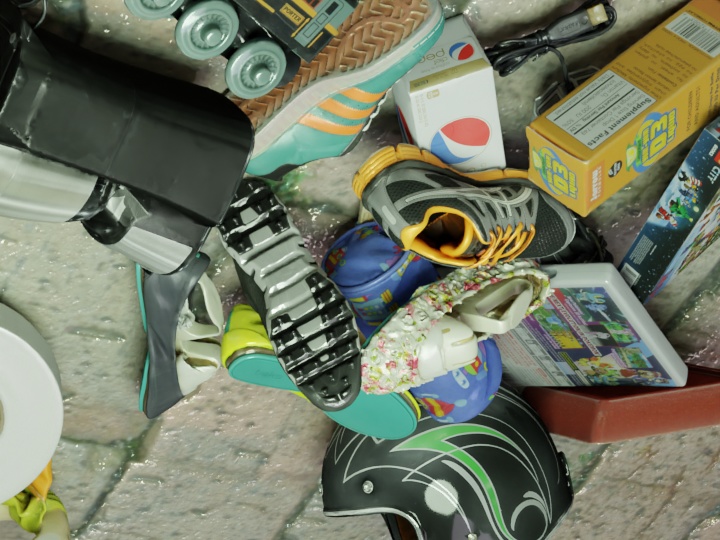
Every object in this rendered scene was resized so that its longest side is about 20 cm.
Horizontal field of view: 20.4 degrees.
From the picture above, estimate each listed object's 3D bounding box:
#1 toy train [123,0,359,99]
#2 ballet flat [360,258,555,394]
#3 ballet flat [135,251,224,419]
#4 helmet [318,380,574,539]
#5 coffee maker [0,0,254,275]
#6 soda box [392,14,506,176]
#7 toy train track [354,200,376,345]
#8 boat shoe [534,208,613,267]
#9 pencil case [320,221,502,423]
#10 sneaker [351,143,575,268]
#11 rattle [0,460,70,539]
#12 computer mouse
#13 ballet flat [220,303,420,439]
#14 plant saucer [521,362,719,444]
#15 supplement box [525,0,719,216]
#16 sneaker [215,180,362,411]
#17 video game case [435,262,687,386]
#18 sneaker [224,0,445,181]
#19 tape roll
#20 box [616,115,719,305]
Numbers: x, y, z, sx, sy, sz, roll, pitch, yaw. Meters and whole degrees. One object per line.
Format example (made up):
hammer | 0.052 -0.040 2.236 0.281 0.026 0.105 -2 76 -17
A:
toy train | -0.091 -0.200 1.347 0.114 0.085 0.200 -46 135 8
ballet flat | 0.078 0.038 1.547 0.200 0.064 0.076 -37 136 -37
ballet flat | -0.143 0.052 1.600 0.073 0.073 0.200 -10 137 -15
helmet | 0.070 0.178 1.756 0.200 0.191 0.200 -40 -177 3
coffee maker | -0.176 -0.104 1.365 0.200 0.135 0.192 17 126 -39
soda box | 0.070 -0.098 1.546 0.068 0.064 0.200 -19 140 -5
toy train track | 0.000 0.000 1.650 0.114 0.033 0.200 -5 131 -16
boat shoe | 0.181 -0.007 1.678 0.066 0.070 0.200 6 150 23
pencil case | 0.048 0.040 1.625 0.087 0.078 0.200 -50 132 -13
sneaker | 0.084 -0.034 1.515 0.200 0.077 0.078 9 130 -34
rattle | -0.343 0.209 1.647 0.200 0.130 0.143 -11 143 -8
computer mouse | 0.159 -0.127 1.571 0.110 0.044 0.200 -31 139 -11
ballet flat | -0.030 0.076 1.630 0.200 0.067 0.067 24 131 -35
plant saucer | 0.256 0.115 1.815 0.199 0.200 0.037 -7 94 -19
supplement box | 0.217 -0.127 1.527 0.200 0.069 0.067 -36 145 -20
sneaker | -0.048 0.028 1.537 0.066 0.200 0.091 -28 154 -4
video game case | 0.163 0.049 1.710 0.182 0.023 0.200 -1 151 29
sneaker | -0.014 -0.135 1.465 0.200 0.071 0.080 -31 143 19
tape roll | -0.332 0.106 1.559 0.202 0.037 0.203 -5 123 -8
box | 0.290 -0.072 1.624 0.137 0.038 0.200 -37 162 -35
